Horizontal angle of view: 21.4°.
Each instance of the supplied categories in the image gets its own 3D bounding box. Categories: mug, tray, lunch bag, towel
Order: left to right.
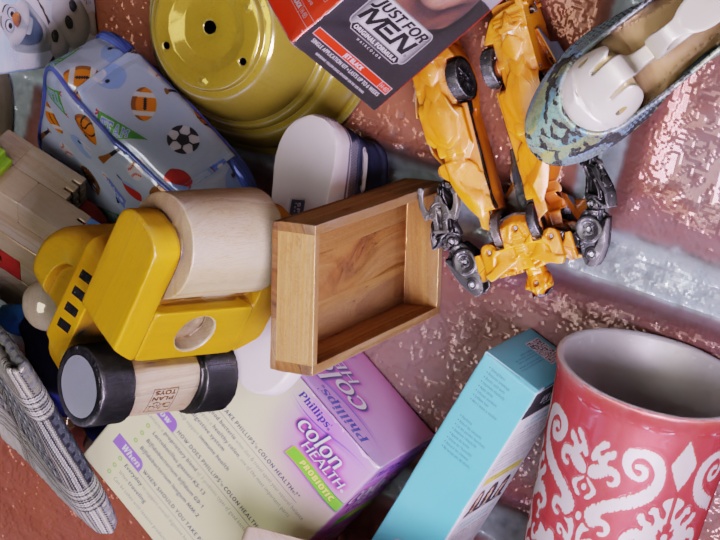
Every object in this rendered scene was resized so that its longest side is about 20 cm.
[{"bbox_3d":[-0.274,0.095,1.483,0.200,0.034,0.193,40,158,45],"label":"towel"},{"bbox_3d":[-0.164,-0.077,1.434,0.200,0.075,0.160,48,155,14],"label":"lunch bag"},{"bbox_3d":[0.000,0.000,1.313,0.037,0.200,0.099,7,104,25],"label":"tray"},{"bbox_3d":[0.193,0.165,1.286,0.177,0.133,0.201,23,113,25],"label":"mug"}]

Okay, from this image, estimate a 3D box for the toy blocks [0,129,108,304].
[{"bbox_3d":[-0.233,-0.013,1.471,0.136,0.100,0.200,32,148,13],"label":"toy blocks"}]

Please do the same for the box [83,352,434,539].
[{"bbox_3d":[-0.079,0.132,1.443,0.176,0.097,0.200,48,119,12],"label":"box"}]

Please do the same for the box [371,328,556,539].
[{"bbox_3d":[0.077,0.141,1.368,0.049,0.082,0.201,37,115,18],"label":"box"}]

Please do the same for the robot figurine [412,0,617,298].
[{"bbox_3d":[0.104,-0.081,1.322,0.144,0.058,0.201,-14,92,30],"label":"robot figurine"}]

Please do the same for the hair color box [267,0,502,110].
[{"bbox_3d":[0.045,-0.209,1.271,0.200,0.101,0.061,-41,48,14],"label":"hair color box"}]

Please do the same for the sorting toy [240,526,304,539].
[{"bbox_3d":[0.012,0.281,1.359,0.198,0.070,0.200,13,149,17],"label":"sorting toy"}]

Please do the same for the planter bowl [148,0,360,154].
[{"bbox_3d":[-0.092,-0.180,1.394,0.199,0.083,0.202,6,103,28],"label":"planter bowl"}]

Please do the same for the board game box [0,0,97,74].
[{"bbox_3d":[-0.279,-0.246,1.415,0.043,0.199,0.201,-2,99,28],"label":"board game box"}]

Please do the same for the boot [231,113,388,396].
[{"bbox_3d":[-0.028,-0.005,1.361,0.072,0.090,0.201,14,88,33],"label":"boot"}]

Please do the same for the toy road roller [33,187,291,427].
[{"bbox_3d":[-0.147,0.003,1.304,0.146,0.122,0.201,53,129,31],"label":"toy road roller"}]

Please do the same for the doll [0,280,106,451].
[{"bbox_3d":[-0.231,0.070,1.473,0.136,0.048,0.200,34,155,20],"label":"doll"}]

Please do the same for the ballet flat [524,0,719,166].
[{"bbox_3d":[0.184,-0.142,1.229,0.200,0.074,0.074,-41,80,10],"label":"ballet flat"}]

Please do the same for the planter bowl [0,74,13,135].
[{"bbox_3d":[-0.400,-0.131,1.543,0.199,0.135,0.202,6,103,27],"label":"planter bowl"}]
